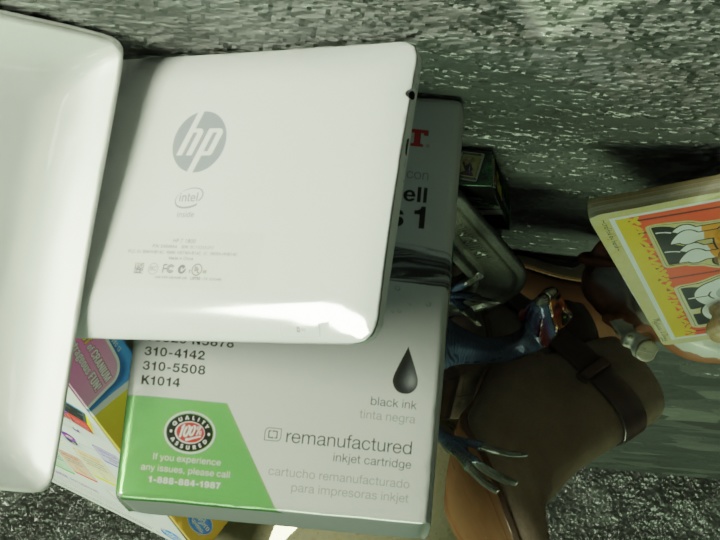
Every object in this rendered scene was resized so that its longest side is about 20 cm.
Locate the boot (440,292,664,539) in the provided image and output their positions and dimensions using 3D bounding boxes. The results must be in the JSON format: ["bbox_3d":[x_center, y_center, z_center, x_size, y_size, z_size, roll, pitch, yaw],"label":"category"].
[{"bbox_3d":[0.109,0.093,1.155,0.146,0.201,0.070,-11,145,-26],"label":"boot"}]

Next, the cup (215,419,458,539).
[{"bbox_3d":[0.009,0.125,1.245,0.200,0.143,0.201,32,-159,-14],"label":"cup"}]

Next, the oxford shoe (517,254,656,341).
[{"bbox_3d":[0.100,0.026,1.343,0.199,0.072,0.071,6,173,7],"label":"oxford shoe"}]

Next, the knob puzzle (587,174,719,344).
[{"bbox_3d":[0.234,-0.003,1.041,0.218,0.031,0.220,-1,154,-1],"label":"knob puzzle"}]

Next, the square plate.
[{"bbox_3d":[-0.204,-0.018,0.835,0.197,0.201,0.028,11,177,-33],"label":"square plate"}]

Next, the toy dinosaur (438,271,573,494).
[{"bbox_3d":[0.021,0.022,1.088,0.200,0.105,0.181,37,-156,30],"label":"toy dinosaur"}]

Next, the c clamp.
[{"bbox_3d":[0.000,0.000,1.108,0.170,0.027,0.200,-6,154,17],"label":"c clamp"}]

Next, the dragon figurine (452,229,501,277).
[{"bbox_3d":[0.002,-0.004,1.210,0.099,0.059,0.200,21,156,-32],"label":"dragon figurine"}]

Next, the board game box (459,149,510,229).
[{"bbox_3d":[-0.022,-0.048,1.098,0.199,0.024,0.105,4,172,10],"label":"board game box"}]

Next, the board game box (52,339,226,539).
[{"bbox_3d":[-0.169,0.063,1.126,0.153,0.040,0.200,19,150,40],"label":"board game box"}]

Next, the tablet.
[{"bbox_3d":[-0.070,-0.033,0.874,0.199,0.131,0.014,0,163,30],"label":"tablet"}]

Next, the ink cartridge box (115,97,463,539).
[{"bbox_3d":[-0.031,0.017,0.954,0.145,0.201,0.084,4,168,1],"label":"ink cartridge box"}]

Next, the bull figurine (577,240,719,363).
[{"bbox_3d":[0.227,0.030,1.220,0.199,0.065,0.121,12,-165,-12],"label":"bull figurine"}]

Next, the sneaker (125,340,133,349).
[{"bbox_3d":[-0.124,0.021,1.182,0.078,0.080,0.201,-12,136,-14],"label":"sneaker"}]
